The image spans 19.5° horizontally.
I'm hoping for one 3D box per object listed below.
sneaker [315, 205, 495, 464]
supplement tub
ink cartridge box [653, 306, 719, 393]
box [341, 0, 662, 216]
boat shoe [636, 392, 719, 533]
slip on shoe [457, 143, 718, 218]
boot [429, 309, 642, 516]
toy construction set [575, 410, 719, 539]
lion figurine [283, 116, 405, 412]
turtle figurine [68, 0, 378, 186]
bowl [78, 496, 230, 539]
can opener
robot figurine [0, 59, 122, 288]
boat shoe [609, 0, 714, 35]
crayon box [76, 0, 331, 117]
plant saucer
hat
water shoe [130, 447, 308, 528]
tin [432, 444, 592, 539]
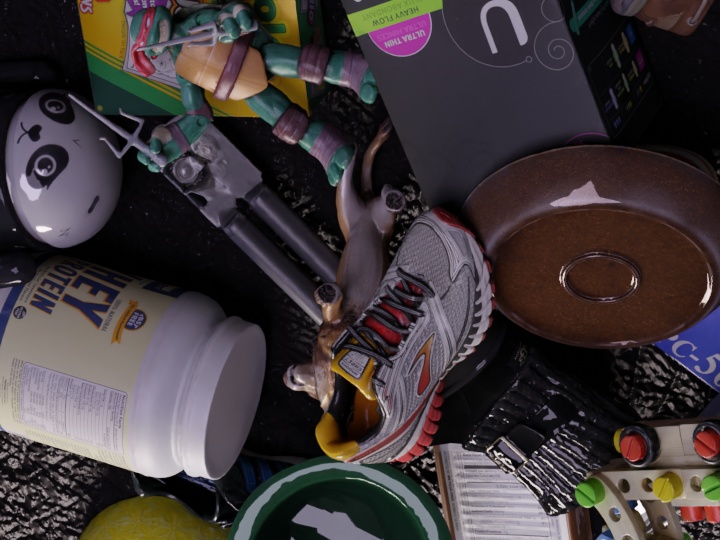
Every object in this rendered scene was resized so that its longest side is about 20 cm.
[{"bbox_3d":[0.028,0.051,1.407,0.078,0.082,0.201,37,121,36],"label":"sneaker"},{"bbox_3d":[-0.186,0.075,1.616,0.198,0.145,0.146,15,119,14],"label":"supplement tub"},{"bbox_3d":[0.308,0.066,1.471,0.199,0.044,0.094,37,122,3],"label":"ink cartridge box"},{"bbox_3d":[0.092,-0.159,1.401,0.148,0.124,0.201,-14,110,28],"label":"box"},{"bbox_3d":[0.249,0.147,1.499,0.066,0.070,0.200,36,139,3],"label":"boat shoe"},{"bbox_3d":[0.155,-0.041,1.472,0.198,0.061,0.075,-7,110,23],"label":"slip on shoe"},{"bbox_3d":[0.088,0.120,1.527,0.157,0.080,0.211,37,142,-17],"label":"boot"},{"bbox_3d":[0.230,0.160,1.402,0.199,0.092,0.132,-10,95,31],"label":"toy construction set"},{"bbox_3d":[0.000,0.000,1.522,0.072,0.202,0.123,14,162,7],"label":"lion figurine"},{"bbox_3d":[-0.090,-0.137,1.436,0.198,0.101,0.150,18,137,-7],"label":"turtle figurine"},{"bbox_3d":[-0.171,0.300,1.743,0.198,0.108,0.202,9,117,18],"label":"bowl"},{"bbox_3d":[-0.079,-0.041,1.580,0.053,0.067,0.200,-45,101,0],"label":"can opener"},{"bbox_3d":[-0.279,-0.073,1.589,0.198,0.125,0.152,-5,109,22],"label":"robot figurine"},{"bbox_3d":[0.239,-0.236,1.342,0.071,0.076,0.200,29,121,-12],"label":"boat shoe"},{"bbox_3d":[-0.118,-0.213,1.499,0.171,0.058,0.202,3,116,21],"label":"crayon box"},{"bbox_3d":[0.161,-0.006,1.397,0.198,0.035,0.201,6,142,4],"label":"plant saucer"},{"bbox_3d":[-0.014,0.202,1.628,0.199,0.176,0.166,-33,98,15],"label":"hat"},{"bbox_3d":[-0.089,0.185,1.670,0.198,0.079,0.072,18,120,13],"label":"water shoe"},{"bbox_3d":[0.117,0.170,1.606,0.111,0.042,0.202,-2,113,18],"label":"tin"}]
